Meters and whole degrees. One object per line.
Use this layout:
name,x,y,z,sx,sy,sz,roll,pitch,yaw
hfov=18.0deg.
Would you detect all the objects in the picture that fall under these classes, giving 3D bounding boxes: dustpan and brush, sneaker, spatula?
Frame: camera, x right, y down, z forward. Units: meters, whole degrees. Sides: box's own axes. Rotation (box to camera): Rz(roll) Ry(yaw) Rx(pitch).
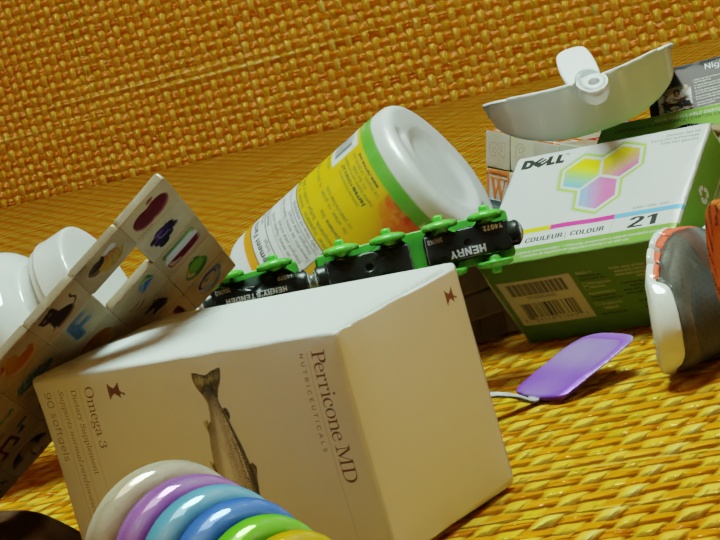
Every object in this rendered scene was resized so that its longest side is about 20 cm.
dustpan and brush,0.151,-0.122,1.513,0.139,0.058,0.200,-18,18,3
sneaker,0.220,0.005,1.302,0.081,0.078,0.200,-5,13,26
spatula,0.066,0.077,1.285,0.199,0.021,0.056,-21,11,-26

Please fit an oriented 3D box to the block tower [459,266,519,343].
block tower,0.059,0.014,1.607,0.057,0.054,0.200,-17,7,-13

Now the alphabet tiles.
alphabet tiles,-0.150,0.048,1.187,0.200,0.008,0.167,-48,-17,-5

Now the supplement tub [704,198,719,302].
supplement tub,0.281,-0.016,1.139,0.198,0.124,0.123,-17,8,-3

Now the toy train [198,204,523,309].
toy train,0.000,0.000,1.362,0.198,0.042,0.056,-13,-1,-4

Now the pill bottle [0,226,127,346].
pill bottle,-0.245,0.059,1.492,0.199,0.113,0.113,-34,3,16

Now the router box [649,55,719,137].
router box,0.301,-0.088,1.550,0.198,0.052,0.158,-13,46,14

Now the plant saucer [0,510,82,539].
plant saucer,-0.231,0.167,1.194,0.199,0.037,0.200,-15,8,2

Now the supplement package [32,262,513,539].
supplement package,-0.044,0.079,1.139,0.199,0.118,0.117,-11,9,36

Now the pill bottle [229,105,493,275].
pill bottle,-0.016,-0.005,1.505,0.200,0.111,0.111,-41,-1,20

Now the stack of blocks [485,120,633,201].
stack of blocks,0.200,-0.072,1.710,0.115,0.059,0.199,-11,16,-37

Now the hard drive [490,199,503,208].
hard drive,0.075,-0.036,1.623,0.198,0.033,0.140,12,0,4

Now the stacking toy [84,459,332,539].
stacking toy,-0.033,0.131,0.931,0.085,0.086,0.199,-21,15,-32

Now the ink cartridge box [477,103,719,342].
ink cartridge box,0.178,-0.059,1.478,0.147,0.076,0.201,-10,42,35
